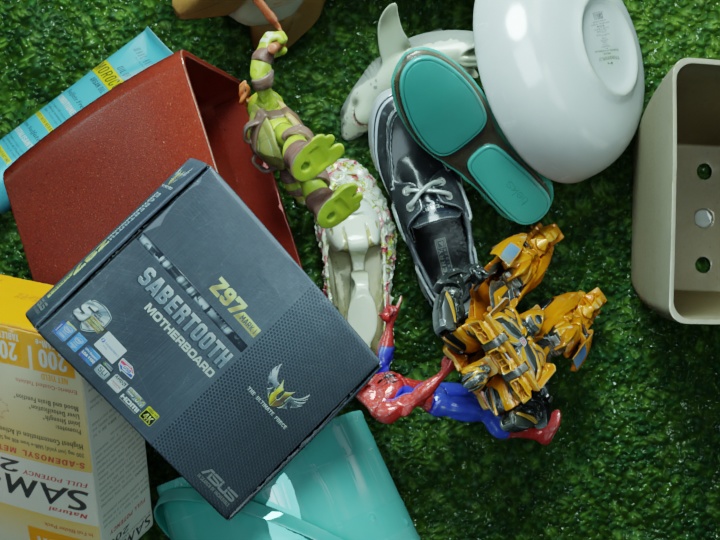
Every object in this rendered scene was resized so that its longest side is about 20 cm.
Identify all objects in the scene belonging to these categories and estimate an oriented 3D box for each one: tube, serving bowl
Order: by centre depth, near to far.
[{"bbox_3d":[0.179,-0.177,1.064,0.199,0.066,0.201,16,68,-44],"label":"serving bowl"},{"bbox_3d":[-0.242,-0.129,1.099,0.200,0.050,0.077,-39,56,-6],"label":"tube"}]

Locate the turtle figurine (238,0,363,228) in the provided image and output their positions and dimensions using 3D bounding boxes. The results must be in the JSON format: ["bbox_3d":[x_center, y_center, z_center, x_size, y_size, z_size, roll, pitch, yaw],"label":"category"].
[{"bbox_3d":[-0.061,-0.113,1.024,0.064,0.161,0.201,-20,128,-15],"label":"turtle figurine"}]

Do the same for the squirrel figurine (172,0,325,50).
[{"bbox_3d":[-0.088,-0.312,1.069,0.200,0.141,0.187,-35,67,29],"label":"squirrel figurine"}]

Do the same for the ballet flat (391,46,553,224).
[{"bbox_3d":[0.086,-0.116,1.059,0.067,0.071,0.200,-37,123,14],"label":"ballet flat"}]

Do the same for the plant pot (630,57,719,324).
[{"bbox_3d":[0.319,-0.052,1.065,0.199,0.177,0.201,2,86,-7],"label":"plant pot"}]

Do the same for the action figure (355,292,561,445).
[{"bbox_3d":[0.075,0.083,1.060,0.199,0.065,0.100,8,109,-24],"label":"action figure"}]

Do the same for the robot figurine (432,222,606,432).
[{"bbox_3d":[0.131,0.041,1.047,0.058,0.200,0.145,-32,97,35],"label":"robot figurine"}]

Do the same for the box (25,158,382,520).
[{"bbox_3d":[-0.104,0.048,0.888,0.158,0.051,0.200,-44,113,-10],"label":"box"}]

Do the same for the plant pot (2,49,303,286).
[{"bbox_3d":[-0.167,-0.041,1.037,0.175,0.200,0.201,-17,88,8],"label":"plant pot"}]

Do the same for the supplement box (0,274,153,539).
[{"bbox_3d":[-0.234,0.115,0.968,0.125,0.074,0.201,9,117,22],"label":"supplement box"}]

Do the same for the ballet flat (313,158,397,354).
[{"bbox_3d":[0.000,0.000,1.101,0.075,0.064,0.201,-7,86,-4],"label":"ballet flat"}]

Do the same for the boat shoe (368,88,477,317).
[{"bbox_3d":[0.057,-0.055,1.083,0.071,0.068,0.201,-14,102,-1],"label":"boat shoe"}]

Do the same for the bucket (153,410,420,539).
[{"bbox_3d":[-0.059,0.204,1.020,0.206,0.207,0.135,-21,82,-5],"label":"bucket"}]

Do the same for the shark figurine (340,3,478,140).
[{"bbox_3d":[0.087,-0.183,1.116,0.213,0.090,0.129,-1,120,4],"label":"shark figurine"}]
